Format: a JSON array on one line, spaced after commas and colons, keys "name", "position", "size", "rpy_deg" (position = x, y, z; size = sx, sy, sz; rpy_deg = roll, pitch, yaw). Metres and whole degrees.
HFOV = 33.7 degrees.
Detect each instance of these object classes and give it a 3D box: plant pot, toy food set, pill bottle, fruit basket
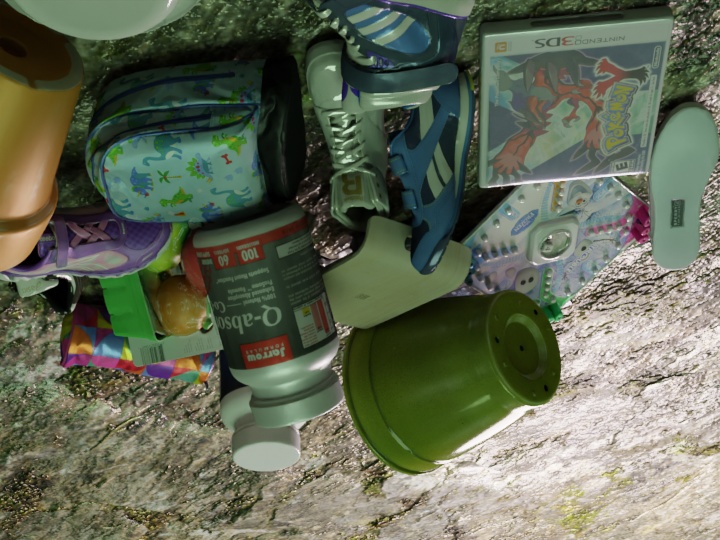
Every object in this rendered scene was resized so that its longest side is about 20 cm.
[{"name": "plant pot", "position": [-0.338, -0.132, 1.041], "size": [0.199, 0.201, 0.184], "rpy_deg": [19, 124, -33]}, {"name": "toy food set", "position": [0.000, 0.000, 1.266], "size": [0.143, 0.061, 0.199], "rpy_deg": [17, 149, -38]}, {"name": "plant pot", "position": [0.115, 0.110, 1.336], "size": [0.199, 0.203, 0.192], "rpy_deg": [23, 146, -37]}, {"name": "pill bottle", "position": [-0.118, 0.135, 1.450], "size": [0.110, 0.202, 0.112], "rpy_deg": [-4, 148, -2]}, {"name": "fruit basket", "position": [-0.180, -0.004, 1.271], "size": [0.198, 0.187, 0.094], "rpy_deg": [-13, -174, 16]}, {"name": "pill bottle", "position": [-0.086, 0.044, 1.174], "size": [0.115, 0.202, 0.116], "rpy_deg": [-15, -171, 3]}]

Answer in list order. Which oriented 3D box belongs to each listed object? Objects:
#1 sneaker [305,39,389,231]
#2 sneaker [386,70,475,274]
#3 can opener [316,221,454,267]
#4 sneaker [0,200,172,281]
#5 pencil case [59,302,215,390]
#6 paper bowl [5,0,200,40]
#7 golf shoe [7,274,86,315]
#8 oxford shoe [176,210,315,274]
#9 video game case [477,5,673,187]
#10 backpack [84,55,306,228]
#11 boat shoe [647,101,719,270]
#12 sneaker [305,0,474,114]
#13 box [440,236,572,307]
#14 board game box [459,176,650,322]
[{"name": "sneaker", "position": [-0.005, -0.121, 1.153], "size": [0.073, 0.117, 0.201], "rpy_deg": [-9, 146, 10]}, {"name": "sneaker", "position": [0.061, -0.098, 1.161], "size": [0.081, 0.203, 0.074], "rpy_deg": [6, -176, -6]}, {"name": "can opener", "position": [0.013, -0.004, 1.378], "size": [0.198, 0.068, 0.053], "rpy_deg": [-15, 147, 16]}, {"name": "sneaker", "position": [-0.288, -0.031, 1.184], "size": [0.198, 0.082, 0.088], "rpy_deg": [-8, 176, -5]}, {"name": "pencil case", "position": [-0.274, 0.093, 1.475], "size": [0.198, 0.089, 0.088], "rpy_deg": [13, 143, -23]}, {"name": "paper bowl", "position": [-0.206, -0.261, 0.922], "size": [0.198, 0.105, 0.201], "rpy_deg": [-3, 147, -2]}, {"name": "golf shoe", "position": [-0.356, -0.026, 1.269], "size": [0.077, 0.095, 0.200], "rpy_deg": [-18, 143, 21]}, {"name": "oxford shoe", "position": [-0.142, -0.025, 1.330], "size": [0.198, 0.075, 0.058], "rpy_deg": [-21, 118, 21]}, {"name": "video game case", "position": [0.206, -0.166, 1.173], "size": [0.180, 0.023, 0.201], "rpy_deg": [-5, 139, 0]}, {"name": "backpack", "position": [-0.161, -0.121, 1.126], "size": [0.197, 0.155, 0.164], "rpy_deg": [10, 144, 6]}, {"name": "boat shoe", "position": [0.339, -0.098, 1.282], "size": [0.073, 0.066, 0.202], "rpy_deg": [3, 126, 2]}, {"name": "sneaker", "position": [-0.005, -0.201, 1.033], "size": [0.198, 0.081, 0.147], "rpy_deg": [8, 124, -29]}, {"name": "box", "position": [0.139, 0.025, 1.457], "size": [0.198, 0.050, 0.161], "rpy_deg": [-23, 144, 24]}, {"name": "board game box", "position": [0.221, -0.029, 1.347], "size": [0.199, 0.026, 0.200], "rpy_deg": [29, 114, -40]}]
